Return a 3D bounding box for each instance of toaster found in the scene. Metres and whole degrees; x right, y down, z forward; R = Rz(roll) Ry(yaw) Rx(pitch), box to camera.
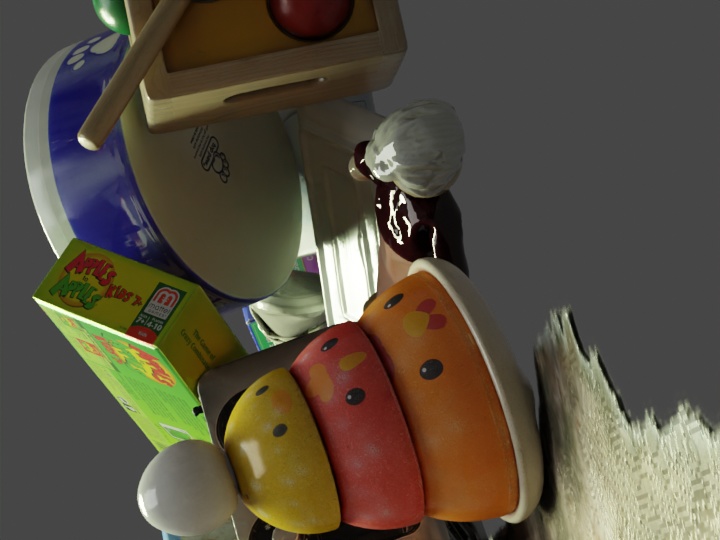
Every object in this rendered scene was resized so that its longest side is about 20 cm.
[{"bbox_3d":[0.001,0.156,1.380,0.200,0.118,0.181,55,-166,-52],"label":"toaster"}]

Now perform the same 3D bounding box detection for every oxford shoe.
[{"bbox_3d":[-0.046,0.030,1.663,0.200,0.075,0.058,-71,-9,-89],"label":"oxford shoe"}]

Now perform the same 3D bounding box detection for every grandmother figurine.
[{"bbox_3d":[0.031,-0.026,1.284,0.121,0.061,0.200,45,157,23],"label":"grandmother figurine"}]

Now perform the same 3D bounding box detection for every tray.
[{"bbox_3d":[0.000,-0.017,1.504,0.107,0.022,0.200,25,135,42],"label":"tray"}]

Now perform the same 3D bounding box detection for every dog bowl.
[{"bbox_3d":[-0.124,-0.063,1.506,0.200,0.079,0.200,35,-134,-46],"label":"dog bowl"}]

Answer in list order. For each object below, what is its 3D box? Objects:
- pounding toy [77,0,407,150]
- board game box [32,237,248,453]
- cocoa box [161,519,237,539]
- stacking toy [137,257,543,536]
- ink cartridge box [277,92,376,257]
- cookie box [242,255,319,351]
[{"bbox_3d":[-0.083,-0.166,1.374,0.142,0.200,0.184,120,138,-80],"label":"pounding toy"},{"bbox_3d":[-0.112,0.065,1.437,0.101,0.048,0.200,19,157,32],"label":"board game box"},{"bbox_3d":[-0.028,0.220,1.609,0.133,0.200,0.131,-114,14,-60],"label":"cocoa box"},{"bbox_3d":[-0.017,0.090,1.190,0.146,0.200,0.146,159,90,-77],"label":"stacking toy"},{"bbox_3d":[-0.060,-0.087,1.628,0.200,0.047,0.160,-13,89,53],"label":"ink cartridge box"},{"bbox_3d":[-0.050,0.039,1.932,0.200,0.075,0.171,69,-177,-46],"label":"cookie box"}]
